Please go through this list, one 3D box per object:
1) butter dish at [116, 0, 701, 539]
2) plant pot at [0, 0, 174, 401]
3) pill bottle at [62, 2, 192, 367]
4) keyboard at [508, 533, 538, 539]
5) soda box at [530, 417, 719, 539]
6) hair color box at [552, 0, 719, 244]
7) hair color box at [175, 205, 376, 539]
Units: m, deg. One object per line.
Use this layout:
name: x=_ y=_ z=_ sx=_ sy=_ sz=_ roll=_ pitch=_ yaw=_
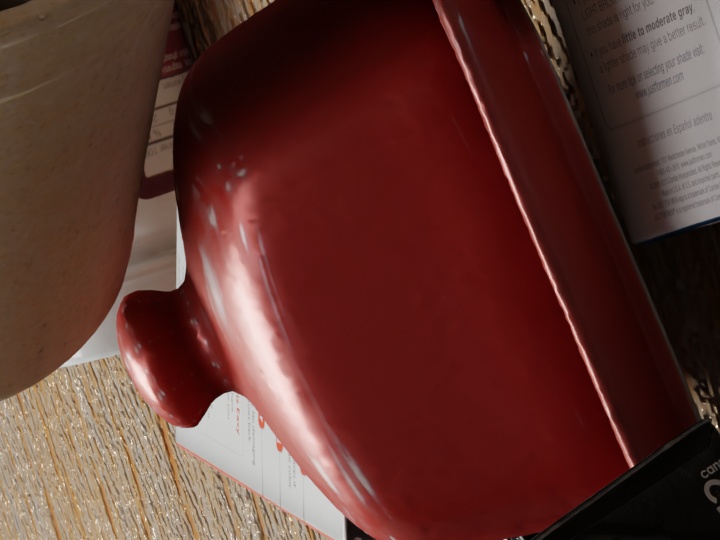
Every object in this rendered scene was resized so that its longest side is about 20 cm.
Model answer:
butter dish: x=0.000 y=0.000 z=0.820 sx=0.199 sy=0.148 sz=0.200 roll=-100 pitch=-14 yaw=-70
plant pot: x=-0.130 y=-0.064 z=0.758 sx=0.200 sy=0.200 sz=0.184 roll=57 pitch=156 yaw=34
pill bottle: x=-0.123 y=-0.066 z=1.187 sx=0.114 sy=0.114 sz=0.200 roll=-2 pitch=104 yaw=67
keyboard: x=0.059 y=0.109 z=0.990 sx=0.200 sy=0.040 sz=0.104 roll=70 pitch=159 yaw=3
soda box: x=0.052 y=0.109 z=0.716 sx=0.071 sy=0.063 sz=0.200 roll=56 pitch=158 yaw=10
hair color box: x=0.083 y=-0.114 z=0.735 sx=0.100 sy=0.061 sz=0.200 roll=-20 pitch=88 yaw=70
hair color box: x=-0.012 y=0.031 z=1.020 sx=0.200 sy=0.061 sz=0.102 roll=-159 pitch=69 yaw=-69
